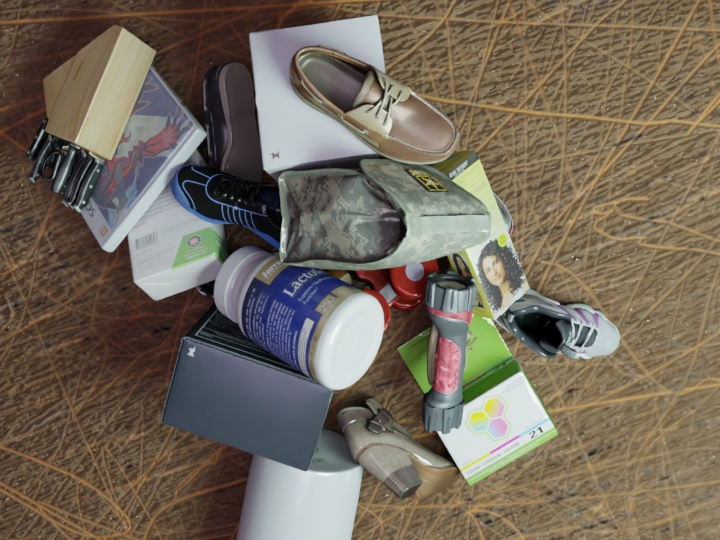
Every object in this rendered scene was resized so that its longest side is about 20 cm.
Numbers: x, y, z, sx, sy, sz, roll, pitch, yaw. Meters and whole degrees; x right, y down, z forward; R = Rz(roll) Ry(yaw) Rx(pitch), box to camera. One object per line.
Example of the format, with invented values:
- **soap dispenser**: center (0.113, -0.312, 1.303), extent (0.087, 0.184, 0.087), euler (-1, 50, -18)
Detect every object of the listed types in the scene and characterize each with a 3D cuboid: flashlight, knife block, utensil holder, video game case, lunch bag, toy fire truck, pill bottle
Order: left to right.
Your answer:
- **knife block**: center (-0.340, -0.184, 0.988), extent (0.197, 0.064, 0.179), euler (-27, 66, 21)
- **video game case**: center (-0.308, -0.158, 1.012), extent (0.201, 0.023, 0.183), euler (-47, 60, 10)
- **pill bottle**: center (-0.078, 0.049, 0.930), extent (0.197, 0.115, 0.119), euler (25, 104, 33)
- **utensil holder**: center (-0.087, 0.340, 1.081), extent (0.165, 0.170, 0.206), euler (11, 99, 0)
- **toy fire truck**: center (0.000, 0.000, 1.028), extent (0.199, 0.112, 0.169), euler (-39, 84, -10)
- **lunch bag**: center (0.029, -0.059, 0.857), extent (0.197, 0.162, 0.121), euler (2, 94, 41)
- **flashlight**: center (0.106, 0.106, 0.975), extent (0.066, 0.068, 0.205), euler (4, 109, 1)

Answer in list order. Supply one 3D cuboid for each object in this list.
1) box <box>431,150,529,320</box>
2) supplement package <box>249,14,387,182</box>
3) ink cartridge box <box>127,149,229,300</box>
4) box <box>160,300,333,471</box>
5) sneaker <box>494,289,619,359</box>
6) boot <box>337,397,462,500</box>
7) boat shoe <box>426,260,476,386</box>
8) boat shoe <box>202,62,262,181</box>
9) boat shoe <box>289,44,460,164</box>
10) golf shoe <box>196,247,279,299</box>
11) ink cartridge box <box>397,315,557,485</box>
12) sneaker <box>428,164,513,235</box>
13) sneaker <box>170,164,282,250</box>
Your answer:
- **box**: center (0.143, -0.043, 0.976), extent (0.075, 0.050, 0.203), euler (-37, 114, -23)
- **supplement package**: center (-0.038, -0.190, 0.942), extent (0.146, 0.200, 0.156), euler (-7, 88, 3)
- **ink cartridge box**: center (-0.247, -0.079, 1.027), extent (0.114, 0.068, 0.204), euler (-17, 65, 6)
- **box**: center (-0.135, 0.142, 1.026), extent (0.195, 0.199, 0.126), euler (18, 101, -1)
- **sneaker**: center (0.270, 0.087, 1.023), extent (0.195, 0.140, 0.080), euler (15, 103, -9)
- **boot**: center (0.054, 0.245, 1.091), extent (0.071, 0.199, 0.147), euler (-48, 61, 14)
- **boat shoe**: center (0.135, 0.060, 1.044), extent (0.061, 0.073, 0.206), euler (14, 90, 16)
- **boat shoe**: center (-0.178, -0.174, 1.046), extent (0.062, 0.072, 0.206), euler (11, 108, 38)
- **boat shoe**: center (0.011, -0.171, 0.802), extent (0.196, 0.072, 0.077), euler (24, 89, 3)
- **golf shoe**: center (-0.129, 0.012, 1.054), extent (0.194, 0.095, 0.080), euler (-9, 100, 2)
- **ink cartridge box**: center (0.158, 0.167, 1.081), extent (0.146, 0.076, 0.203), euler (-31, 99, 8)
- **sneaker**: center (0.121, -0.102, 1.024), extent (0.199, 0.088, 0.074), euler (40, 100, -6)
- **sneaker**: center (-0.136, -0.087, 0.957), extent (0.196, 0.078, 0.072), euler (23, 62, -10)
